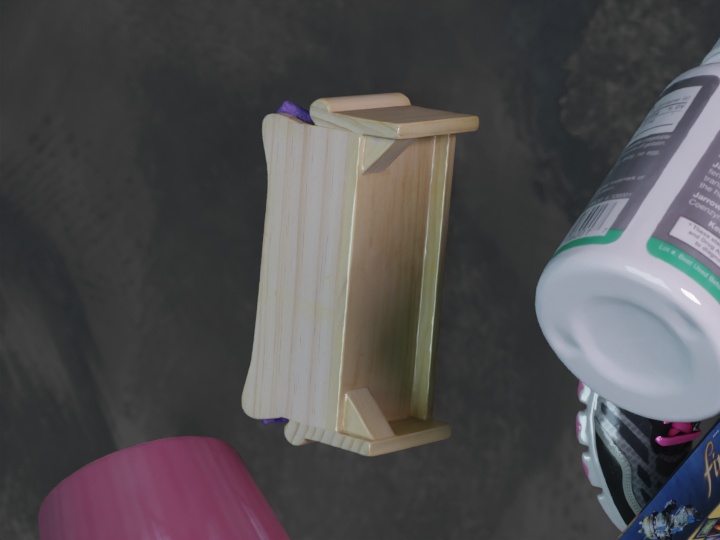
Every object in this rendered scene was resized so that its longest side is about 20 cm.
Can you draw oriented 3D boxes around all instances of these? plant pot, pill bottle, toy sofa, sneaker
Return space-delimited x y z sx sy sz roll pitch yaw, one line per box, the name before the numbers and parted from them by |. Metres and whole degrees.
plant pot | -0.106 0.206 1.588 0.200 0.200 0.179 -37 61 31
pill bottle | 0.179 -0.031 1.345 0.113 0.200 0.113 24 146 18
toy sofa | 0.000 0.000 1.545 0.097 0.083 0.201 12 103 36
sneaker | 0.171 0.049 1.444 0.087 0.074 0.201 4 94 39

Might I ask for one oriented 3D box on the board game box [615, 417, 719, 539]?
board game box | 0.209 0.121 1.361 0.200 0.135 0.035 -57 44 44
